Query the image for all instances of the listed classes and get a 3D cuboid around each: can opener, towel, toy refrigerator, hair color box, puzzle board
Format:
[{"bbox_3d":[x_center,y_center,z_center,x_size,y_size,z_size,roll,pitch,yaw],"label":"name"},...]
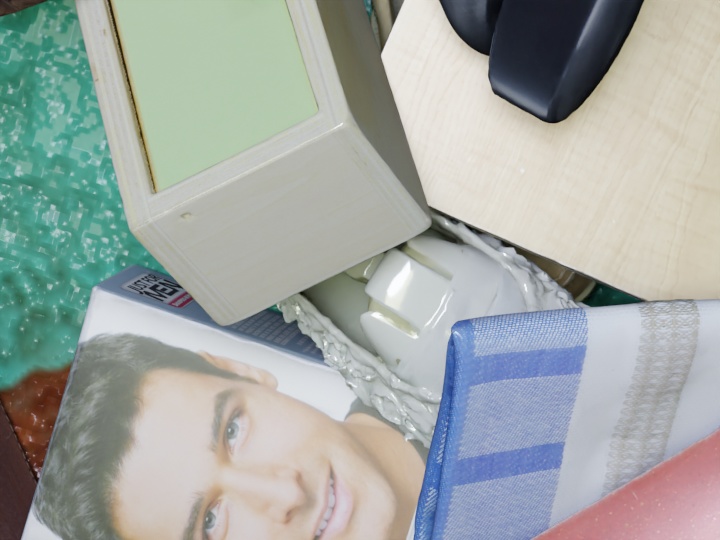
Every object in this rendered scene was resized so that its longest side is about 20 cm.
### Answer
[{"bbox_3d":[0.077,-0.144,0.857,0.078,0.063,0.201,32,113,23],"label":"can opener"},{"bbox_3d":[0.115,0.067,0.905,0.199,0.024,0.147,-2,130,-13],"label":"towel"},{"bbox_3d":[-0.046,-0.091,0.914,0.076,0.070,0.201,-25,53,12],"label":"toy refrigerator"},{"bbox_3d":[-0.005,0.078,0.990,0.199,0.061,0.099,18,101,7],"label":"hair color box"},{"bbox_3d":[0.100,-0.095,0.924,0.150,0.017,0.201,23,90,0],"label":"puzzle board"}]

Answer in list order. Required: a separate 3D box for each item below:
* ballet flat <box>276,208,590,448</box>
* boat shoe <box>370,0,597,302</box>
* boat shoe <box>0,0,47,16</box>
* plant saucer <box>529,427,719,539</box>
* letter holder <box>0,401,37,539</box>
[{"bbox_3d":[0.000,0.000,0.936,0.200,0.072,0.072,35,102,25],"label":"ballet flat"},{"bbox_3d":[0.035,-0.080,0.961,0.073,0.063,0.202,-9,96,11],"label":"boat shoe"},{"bbox_3d":[-0.076,-0.145,0.875,0.202,0.075,0.075,-28,54,-5],"label":"boat shoe"},{"bbox_3d":[0.149,0.122,0.922,0.199,0.037,0.200,-31,131,13],"label":"plant saucer"},{"bbox_3d":[-0.164,0.117,0.980,0.100,0.142,0.201,-23,93,12],"label":"letter holder"}]
